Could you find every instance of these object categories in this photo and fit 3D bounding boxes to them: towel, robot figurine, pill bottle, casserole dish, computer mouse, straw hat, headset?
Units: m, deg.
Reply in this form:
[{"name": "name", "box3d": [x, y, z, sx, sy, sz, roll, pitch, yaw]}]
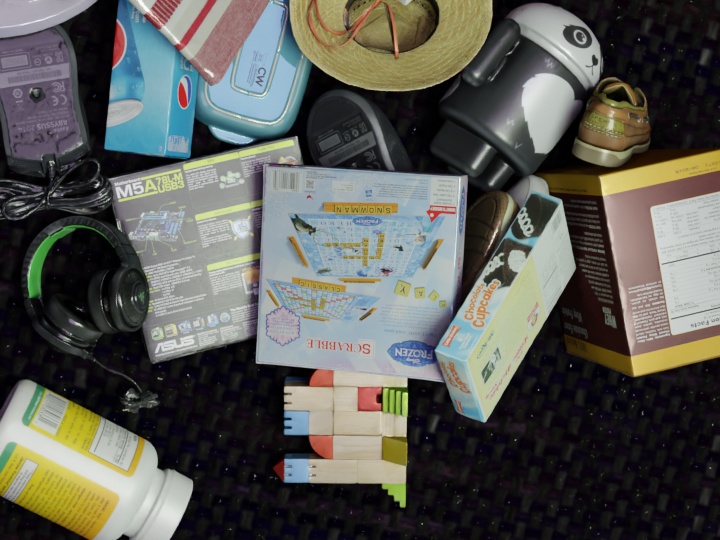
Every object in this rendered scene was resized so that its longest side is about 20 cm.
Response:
[{"name": "towel", "box3d": [-0.171, -0.291, 1.401, 0.200, 0.023, 0.144, 45, 58, -30]}, {"name": "robot figurine", "box3d": [0.161, -0.176, 1.521, 0.125, 0.150, 0.200, 37, 87, 1]}, {"name": "pill bottle", "box3d": [-0.271, 0.199, 1.472, 0.200, 0.113, 0.113, 29, 89, -13]}, {"name": "casserole dish", "box3d": [-0.104, -0.225, 1.508, 0.121, 0.039, 0.200, 15, 92, -12]}, {"name": "computer mouse", "box3d": [0.009, -0.089, 1.516, 0.138, 0.053, 0.200, -19, 92, 33]}, {"name": "straw hat", "box3d": [0.030, -0.247, 1.505, 0.201, 0.085, 0.201, 0, 70, 1]}, {"name": "computer mouse", "box3d": [-0.319, -0.151, 1.460, 0.138, 0.053, 0.200, -5, 93, -9]}, {"name": "headset", "box3d": [-0.255, 0.044, 1.472, 0.123, 0.094, 0.200, -27, 77, 18]}]

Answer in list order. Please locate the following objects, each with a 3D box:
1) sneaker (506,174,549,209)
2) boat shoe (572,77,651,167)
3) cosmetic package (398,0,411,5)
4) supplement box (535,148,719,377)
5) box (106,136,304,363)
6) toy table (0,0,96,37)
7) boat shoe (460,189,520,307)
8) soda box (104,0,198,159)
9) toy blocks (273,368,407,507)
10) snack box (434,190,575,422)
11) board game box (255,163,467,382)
[{"name": "sneaker", "box3d": [0.113, -0.032, 1.546, 0.099, 0.078, 0.200, 41, 85, -15]}, {"name": "boat shoe", "box3d": [0.264, -0.158, 1.507, 0.072, 0.200, 0.068, 17, 110, 8]}, {"name": "cosmetic package", "box3d": [0.010, -0.365, 1.461, 0.102, 0.074, 0.200, -42, 78, -12]}, {"name": "supplement box", "box3d": [0.286, -0.014, 1.524, 0.133, 0.197, 0.200, -12, 96, -11]}, {"name": "box", "box3d": [-0.140, -0.023, 1.514, 0.200, 0.048, 0.194, -14, 95, -9]}, {"name": "toy table", "box3d": [-0.319, -0.304, 1.392, 0.200, 0.117, 0.184, -33, 77, -22]}, {"name": "boat shoe", "box3d": [0.119, 0.017, 1.498, 0.076, 0.072, 0.200, 17, 106, -27]}, {"name": "soda box", "box3d": [-0.200, -0.213, 1.465, 0.068, 0.064, 0.200, 7, 93, 17]}, {"name": "toy blocks", "box3d": [-0.021, 0.139, 1.536, 0.136, 0.100, 0.200, 1, 98, 0]}, {"name": "snack box", "box3d": [0.143, 0.035, 1.445, 0.037, 0.116, 0.200, 20, 62, 28]}, {"name": "board game box", "box3d": [0.000, 0.000, 1.458, 0.200, 0.041, 0.200, 5, 97, 16]}]
